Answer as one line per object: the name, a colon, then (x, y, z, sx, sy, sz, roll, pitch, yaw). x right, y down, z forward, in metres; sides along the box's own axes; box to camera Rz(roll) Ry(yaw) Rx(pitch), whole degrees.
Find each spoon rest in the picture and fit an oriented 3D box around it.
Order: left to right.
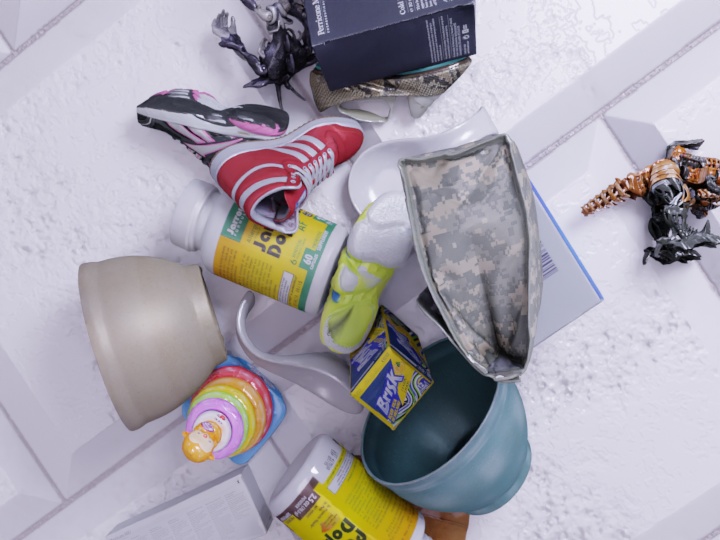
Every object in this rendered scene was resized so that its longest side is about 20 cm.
spoon rest: (-0.078, 0.111, 1.003, 0.199, 0.100, 0.061, 37, 67, 9)
spoon rest: (0.074, -0.130, 0.987, 0.198, 0.061, 0.101, -33, 91, 6)

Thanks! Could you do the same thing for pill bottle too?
pill bottle: (-0.122, -0.034, 0.986, 0.196, 0.113, 0.115, 23, 96, 4)
pill bottle: (-0.001, 0.291, 0.946, 0.199, 0.109, 0.110, 40, 97, -3)

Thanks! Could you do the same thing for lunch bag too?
lunch bag: (0.108, -0.010, 0.741, 0.115, 0.164, 0.205, -12, 95, 14)

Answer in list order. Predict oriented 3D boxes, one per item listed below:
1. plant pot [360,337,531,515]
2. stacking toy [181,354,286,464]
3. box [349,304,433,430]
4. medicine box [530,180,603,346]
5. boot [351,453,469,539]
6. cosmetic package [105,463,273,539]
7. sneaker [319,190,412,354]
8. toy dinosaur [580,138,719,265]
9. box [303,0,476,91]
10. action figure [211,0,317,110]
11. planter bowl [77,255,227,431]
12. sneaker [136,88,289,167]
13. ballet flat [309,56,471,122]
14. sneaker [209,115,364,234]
plant pot: (0.116, 0.197, 0.955, 0.200, 0.201, 0.134, -41, 114, 7)
stacking toy: (-0.167, 0.180, 0.962, 0.116, 0.200, 0.110, 40, 97, 2)
box: (0.030, 0.104, 0.935, 0.064, 0.200, 0.070, 39, 97, -7)
medicine box: (0.168, -0.029, 0.915, 0.102, 0.200, 0.184, -33, 91, 11)
boot: (0.033, 0.334, 1.037, 0.195, 0.068, 0.193, 14, 88, -3)
cosmetic package: (-0.217, 0.329, 1.052, 0.197, 0.051, 0.084, -25, 94, 6)
sneaker: (0.000, 0.000, 0.987, 0.075, 0.105, 0.203, 28, 83, -9)
toy dinosaur: (0.364, -0.082, 0.963, 0.196, 0.102, 0.139, -13, 78, 24)
box: (0.024, -0.334, 0.927, 0.178, 0.104, 0.205, -12, 73, 6)
action figure: (-0.110, -0.297, 0.973, 0.117, 0.102, 0.203, -25, 134, -20)
planter bowl: (-0.235, 0.070, 0.974, 0.132, 0.200, 0.205, -17, 93, -10)
sneaker: (-0.184, -0.160, 1.003, 0.196, 0.080, 0.088, 16, 122, 15)
ballet flat: (0.037, -0.217, 0.989, 0.195, 0.068, 0.077, -2, 115, 9)
sneaker: (-0.062, -0.110, 0.946, 0.197, 0.072, 0.113, -21, 50, -24)
